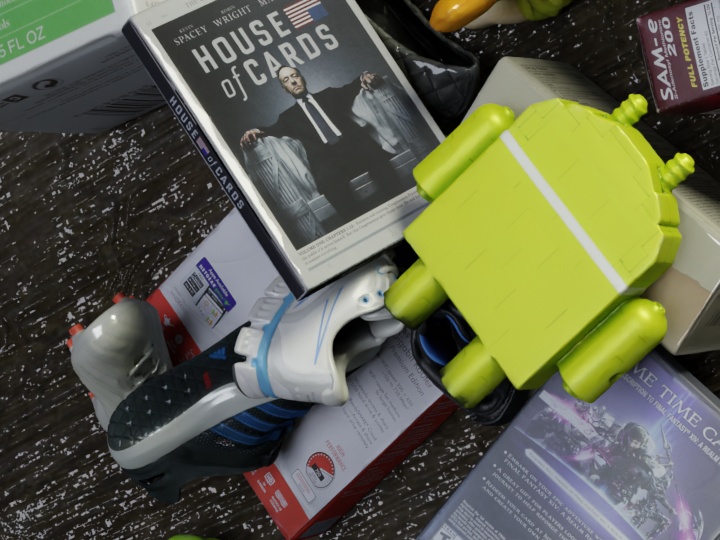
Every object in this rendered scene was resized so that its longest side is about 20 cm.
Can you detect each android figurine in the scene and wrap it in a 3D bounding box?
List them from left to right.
[{"bbox_3d":[0.107,-0.017,1.407,0.200,0.041,0.182,-45,68,19],"label":"android figurine"}]

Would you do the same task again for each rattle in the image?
[{"bbox_3d":[0.060,-0.250,1.491,0.130,0.142,0.202,-2,98,51],"label":"rattle"}]

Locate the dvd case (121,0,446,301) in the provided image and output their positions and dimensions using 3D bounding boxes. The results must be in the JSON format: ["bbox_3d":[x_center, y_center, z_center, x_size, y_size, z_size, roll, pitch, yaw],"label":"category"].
[{"bbox_3d":[-0.035,-0.097,1.479,0.201,0.150,0.025,57,147,7],"label":"dvd case"}]

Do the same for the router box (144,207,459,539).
[{"bbox_3d":[-0.034,0.047,1.613,0.180,0.049,0.201,-45,69,26],"label":"router box"}]

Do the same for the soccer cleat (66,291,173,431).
[{"bbox_3d":[-0.151,0.076,1.628,0.069,0.200,0.078,-36,73,-14],"label":"soccer cleat"}]

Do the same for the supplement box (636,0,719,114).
[{"bbox_3d":[0.271,-0.142,1.370,0.199,0.109,0.061,-15,85,33],"label":"supplement box"}]

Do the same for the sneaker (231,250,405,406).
[{"bbox_3d":[0.000,0.000,1.502,0.086,0.075,0.201,15,71,25],"label":"sneaker"}]

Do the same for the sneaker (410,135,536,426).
[{"bbox_3d":[0.061,0.001,1.512,0.073,0.112,0.201,-34,74,28],"label":"sneaker"}]

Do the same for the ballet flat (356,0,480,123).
[{"bbox_3d":[0.009,-0.180,1.563,0.200,0.066,0.057,47,135,14],"label":"ballet flat"}]

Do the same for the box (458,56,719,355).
[{"bbox_3d":[0.157,-0.042,1.460,0.200,0.095,0.078,42,113,26],"label":"box"}]

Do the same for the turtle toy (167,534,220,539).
[{"bbox_3d":[-0.150,0.274,1.669,0.145,0.101,0.201,35,110,27],"label":"turtle toy"}]

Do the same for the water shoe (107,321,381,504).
[{"bbox_3d":[-0.068,0.084,1.575,0.199,0.079,0.072,-24,40,12],"label":"water shoe"}]

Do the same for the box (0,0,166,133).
[{"bbox_3d":[-0.180,-0.204,1.608,0.198,0.199,0.173,-20,80,32],"label":"box"}]

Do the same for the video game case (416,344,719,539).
[{"bbox_3d":[0.144,0.141,1.468,0.143,0.019,0.200,42,111,12],"label":"video game case"}]
